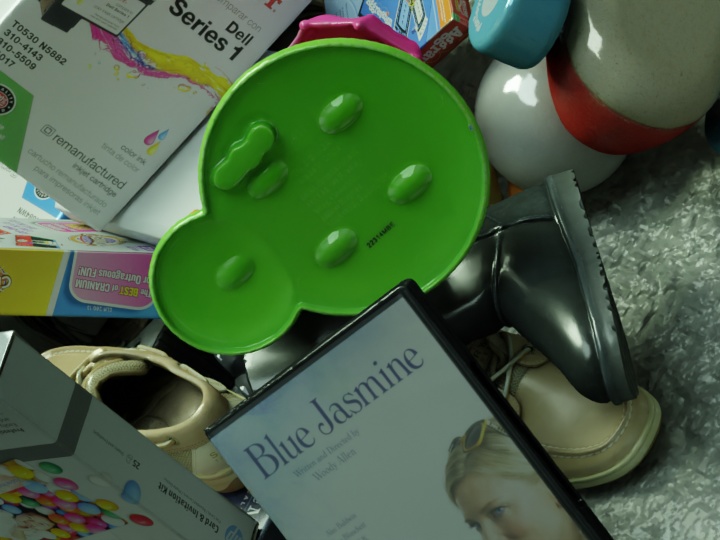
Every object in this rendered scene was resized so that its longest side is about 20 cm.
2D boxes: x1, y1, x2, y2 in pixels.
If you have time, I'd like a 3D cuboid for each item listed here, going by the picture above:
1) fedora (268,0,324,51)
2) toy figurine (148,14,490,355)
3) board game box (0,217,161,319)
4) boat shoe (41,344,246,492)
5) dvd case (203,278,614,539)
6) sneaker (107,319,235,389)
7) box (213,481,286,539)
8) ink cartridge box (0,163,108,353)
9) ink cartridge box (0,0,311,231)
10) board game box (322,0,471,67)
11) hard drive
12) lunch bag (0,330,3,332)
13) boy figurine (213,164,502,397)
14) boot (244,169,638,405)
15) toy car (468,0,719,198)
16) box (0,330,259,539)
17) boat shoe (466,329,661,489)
[{"bbox_3d":[-0.045,-0.097,1.713,0.200,0.090,0.177,-49,39,4],"label":"fedora"},{"bbox_3d":[-0.022,-0.062,1.478,0.200,0.150,0.184,-42,14,17],"label":"toy figurine"},{"bbox_3d":[-0.227,-0.004,1.646,0.153,0.199,0.040,-157,71,-68],"label":"board game box"},{"bbox_3d":[-0.130,0.069,1.516,0.200,0.065,0.071,9,64,45],"label":"boat shoe"},{"bbox_3d":[0.032,0.122,1.402,0.143,0.200,0.018,-37,2,22],"label":"dvd case"},{"bbox_3d":[-0.142,0.074,1.677,0.088,0.074,0.200,22,74,46],"label":"sneaker"},{"bbox_3d":[-0.089,0.155,1.542,0.200,0.104,0.148,9,65,46],"label":"box"},{"bbox_3d":[-0.242,0.011,1.809,0.146,0.084,0.200,26,78,49],"label":"ink cartridge box"},{"bbox_3d":[-0.148,-0.148,1.612,0.200,0.145,0.084,-47,33,10],"label":"ink cartridge box"},{"bbox_3d":[0.016,-0.185,1.618,0.103,0.019,0.200,-41,39,33],"label":"board game box"},{"bbox_3d":[-0.099,-0.076,1.643,0.200,0.026,0.132,16,72,55],"label":"hard drive"},{"bbox_3d":[-0.267,0.122,1.666,0.161,0.082,0.200,32,116,28],"label":"lunch bag"},{"bbox_3d":[0.000,0.000,1.617,0.200,0.064,0.124,-46,40,2],"label":"boy figurine"},{"bbox_3d":[0.036,0.038,1.438,0.200,0.066,0.165,-18,37,5],"label":"boot"},{"bbox_3d":[0.125,-0.118,1.554,0.200,0.184,0.177,-47,29,50],"label":"toy car"},{"bbox_3d":[-0.174,0.105,1.419,0.156,0.200,0.041,-8,54,38],"label":"box"},{"bbox_3d":[0.076,0.066,1.493,0.200,0.065,0.072,16,71,47],"label":"boat shoe"}]
